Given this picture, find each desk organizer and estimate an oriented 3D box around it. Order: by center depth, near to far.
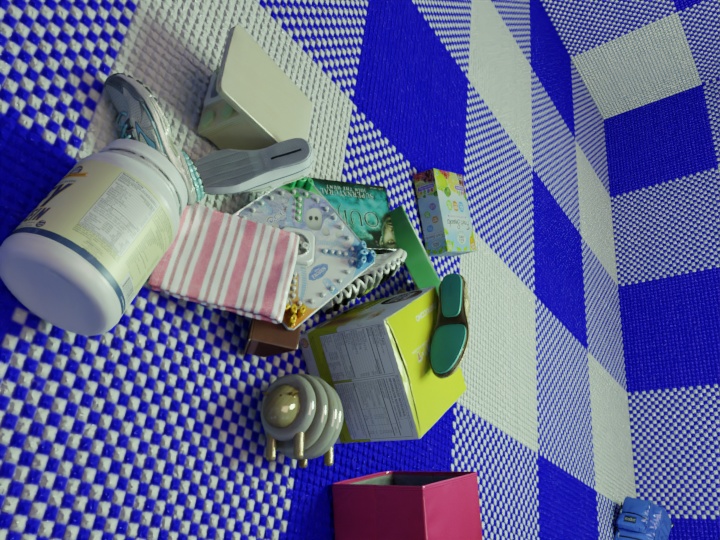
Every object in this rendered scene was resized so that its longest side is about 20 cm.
[{"bbox_3d":[-0.127,0.035,0.982,0.075,0.072,0.205,13,62,-12],"label":"desk organizer"}]

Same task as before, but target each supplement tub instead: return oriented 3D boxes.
[{"bbox_3d":[-0.303,-0.044,0.727,0.146,0.142,0.203,51,42,-30],"label":"supplement tub"}]

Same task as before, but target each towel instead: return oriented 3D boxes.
[{"bbox_3d":[-0.190,-0.016,0.893,0.195,0.030,0.150,16,61,-13],"label":"towel"}]

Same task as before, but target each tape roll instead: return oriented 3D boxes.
[{"bbox_3d":[0.113,-0.037,1.305,0.204,0.047,0.201,61,8,-15],"label":"tape roll"}]

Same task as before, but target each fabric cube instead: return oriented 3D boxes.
[{"bbox_3d":[0.083,0.457,1.050,0.194,0.196,0.206,11,71,-52],"label":"fabric cube"}]

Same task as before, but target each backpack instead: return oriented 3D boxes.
[{"bbox_3d":[0.972,0.915,2.167,0.168,0.161,0.202,48,56,-19],"label":"backpack"}]

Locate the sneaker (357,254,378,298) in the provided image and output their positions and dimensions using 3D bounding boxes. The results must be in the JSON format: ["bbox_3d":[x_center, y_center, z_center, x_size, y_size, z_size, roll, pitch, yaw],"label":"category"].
[{"bbox_3d":[-0.002,-0.043,1.225,0.079,0.073,0.205,20,60,-30],"label":"sneaker"}]

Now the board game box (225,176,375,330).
[{"bbox_3d":[-0.099,-0.042,0.973,0.199,0.026,0.201,-38,84,-30],"label":"board game box"}]

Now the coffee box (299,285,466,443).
[{"bbox_3d":[0.043,0.165,1.092,0.198,0.194,0.205,-24,98,-54],"label":"coffee box"}]

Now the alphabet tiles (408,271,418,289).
[{"bbox_3d":[0.150,0.091,1.341,0.204,0.006,0.166,64,5,0],"label":"alphabet tiles"}]

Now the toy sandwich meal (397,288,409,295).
[{"bbox_3d":[0.125,0.131,1.252,0.205,0.068,0.211,165,-89,-81],"label":"toy sandwich meal"}]

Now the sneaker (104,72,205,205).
[{"bbox_3d":[-0.296,-0.170,0.841,0.086,0.077,0.203,-36,98,-28],"label":"sneaker"}]

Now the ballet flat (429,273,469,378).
[{"bbox_3d":[0.161,0.101,1.058,0.066,0.069,0.204,56,40,-46],"label":"ballet flat"}]

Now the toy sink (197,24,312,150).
[{"bbox_3d":[-0.184,-0.263,0.998,0.199,0.110,0.134,38,50,-47],"label":"toy sink"}]

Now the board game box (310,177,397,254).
[{"bbox_3d":[-0.025,-0.101,1.170,0.196,0.028,0.139,1,71,-35],"label":"board game box"}]

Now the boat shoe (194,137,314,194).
[{"bbox_3d":[-0.165,-0.147,0.960,0.067,0.194,0.075,90,-12,-64],"label":"boat shoe"}]

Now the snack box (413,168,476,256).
[{"bbox_3d":[0.213,-0.141,1.544,0.167,0.066,0.206,-4,84,-55],"label":"snack box"}]

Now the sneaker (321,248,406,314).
[{"bbox_3d":[0.000,0.000,1.141,0.197,0.075,0.082,-28,76,-23],"label":"sneaker"}]

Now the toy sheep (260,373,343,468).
[{"bbox_3d":[-0.086,0.230,0.956,0.200,0.134,0.142,44,44,-57],"label":"toy sheep"}]
